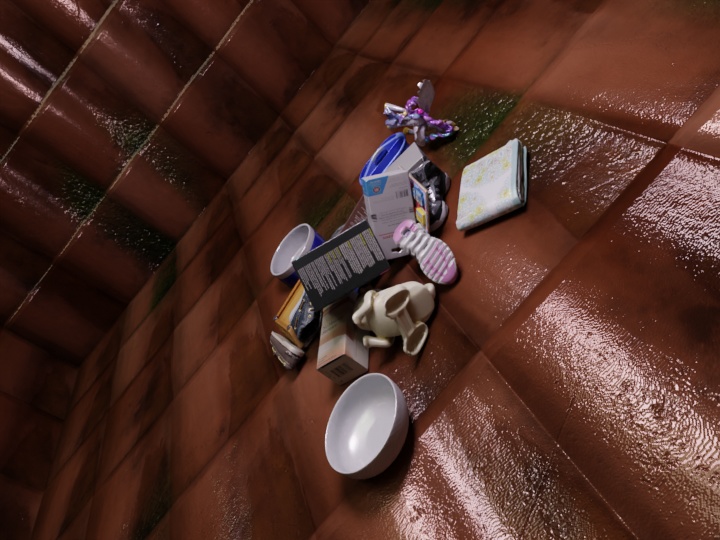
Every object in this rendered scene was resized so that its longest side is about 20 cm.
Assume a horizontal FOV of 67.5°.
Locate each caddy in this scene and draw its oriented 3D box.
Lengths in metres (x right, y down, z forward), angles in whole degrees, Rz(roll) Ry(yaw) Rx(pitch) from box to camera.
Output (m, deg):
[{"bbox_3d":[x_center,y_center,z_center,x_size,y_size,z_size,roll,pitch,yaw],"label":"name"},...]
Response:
[{"bbox_3d":[0.079,-0.326,1.645,0.202,0.104,0.141,-51,30,2],"label":"caddy"}]

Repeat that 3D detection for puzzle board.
[{"bbox_3d":[0.133,-0.162,1.373,0.017,0.155,0.201,-11,29,-10],"label":"puzzle board"}]

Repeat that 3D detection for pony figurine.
[{"bbox_3d":[0.163,-0.429,1.519,0.195,0.191,0.172,15,94,32],"label":"pony figurine"}]

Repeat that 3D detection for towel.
[{"bbox_3d":[0.305,-0.196,1.250,0.169,0.048,0.205,-27,39,43],"label":"towel"}]

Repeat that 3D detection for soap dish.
[{"bbox_3d":[-0.160,0.106,1.552,0.203,0.081,0.156,-58,30,-7],"label":"soap dish"}]

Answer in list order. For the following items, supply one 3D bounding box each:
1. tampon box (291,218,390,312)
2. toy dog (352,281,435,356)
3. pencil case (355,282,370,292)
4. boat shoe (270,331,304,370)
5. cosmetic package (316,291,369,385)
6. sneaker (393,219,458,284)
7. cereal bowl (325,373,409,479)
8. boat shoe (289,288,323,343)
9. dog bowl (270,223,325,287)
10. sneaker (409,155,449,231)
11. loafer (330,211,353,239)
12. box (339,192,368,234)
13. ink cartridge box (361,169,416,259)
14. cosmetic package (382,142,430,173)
[{"bbox_3d":[-0.045,-0.012,1.264,0.196,0.129,0.150,-29,1,-2],"label":"tampon box"},{"bbox_3d":[0.059,0.083,1.215,0.197,0.141,0.195,-5,40,52],"label":"toy dog"},{"bbox_3d":[0.000,0.000,1.436,0.202,0.086,0.078,-52,-11,-1],"label":"pencil case"},{"bbox_3d":[-0.219,0.226,1.523,0.199,0.071,0.061,19,80,61],"label":"boat shoe"},{"bbox_3d":[-0.038,0.158,1.317,0.102,0.087,0.204,-34,34,30],"label":"cosmetic package"},{"bbox_3d":[0.163,-0.036,1.255,0.081,0.088,0.200,-47,52,6],"label":"sneaker"},{"bbox_3d":[0.024,0.315,1.067,0.198,0.083,0.204,-36,34,28],"label":"cereal bowl"},{"bbox_3d":[-0.118,0.089,1.408,0.204,0.069,0.091,-62,36,19],"label":"boat shoe"},{"bbox_3d":[-0.208,-0.050,1.790,0.198,0.078,0.204,-35,34,28],"label":"dog bowl"},{"bbox_3d":[0.168,-0.200,1.375,0.074,0.113,0.204,-21,41,39],"label":"sneaker"},{"bbox_3d":[-0.029,-0.104,1.603,0.203,0.072,0.072,-56,34,-3],"label":"loafer"},{"bbox_3d":[0.015,-0.137,1.477,0.202,0.075,0.100,-54,-10,35],"label":"box"},{"bbox_3d":[0.075,-0.139,1.354,0.112,0.207,0.067,-13,16,-9],"label":"ink cartridge box"},{"bbox_3d":[0.118,-0.253,1.539,0.198,0.090,0.108,-39,32,18],"label":"cosmetic package"}]
